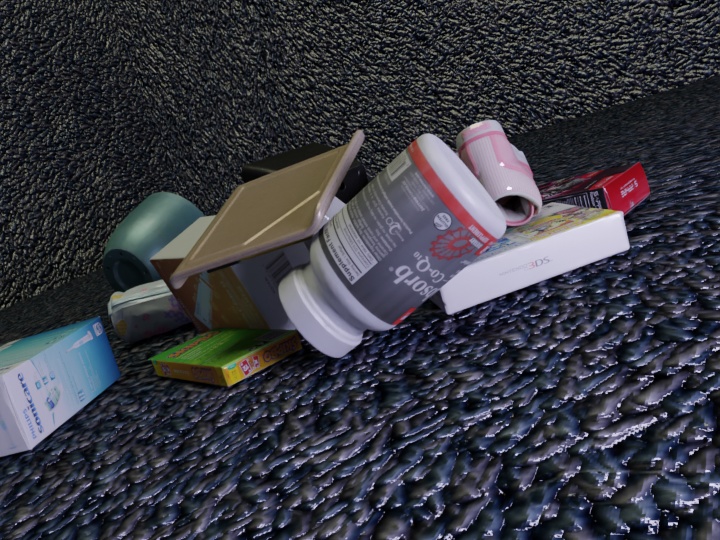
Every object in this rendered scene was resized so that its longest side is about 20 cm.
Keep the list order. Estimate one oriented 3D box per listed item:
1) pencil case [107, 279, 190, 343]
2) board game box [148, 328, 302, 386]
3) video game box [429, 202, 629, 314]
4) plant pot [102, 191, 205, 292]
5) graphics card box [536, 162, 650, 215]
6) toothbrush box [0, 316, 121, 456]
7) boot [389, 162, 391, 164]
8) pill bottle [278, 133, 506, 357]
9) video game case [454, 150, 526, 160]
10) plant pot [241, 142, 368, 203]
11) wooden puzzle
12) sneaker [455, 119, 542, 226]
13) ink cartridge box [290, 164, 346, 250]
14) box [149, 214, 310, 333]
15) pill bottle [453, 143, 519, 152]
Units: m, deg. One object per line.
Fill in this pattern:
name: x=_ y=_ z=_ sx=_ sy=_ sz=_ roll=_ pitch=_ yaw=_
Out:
pencil case: x=-0.279 y=0.046 z=1.130 sx=0.197 sy=0.084 sz=0.091 roll=-18 pitch=-12 yaw=8
board game box: x=-0.157 y=0.092 z=0.829 sx=0.095 sy=0.030 sz=0.199 roll=-25 pitch=14 yaw=-36
video game box: x=0.158 y=-0.020 z=0.807 sx=0.197 sy=0.047 sz=0.182 roll=-20 pitch=7 yaw=-4
plant pot: x=-0.402 y=-0.027 z=1.452 sx=0.198 sy=0.203 sz=0.161 roll=-11 pitch=24 yaw=33
graphics card box: x=0.255 y=-0.084 z=0.966 sx=0.198 sy=0.052 sz=0.125 roll=-11 pitch=13 yaw=44
toothbrush box: x=-0.390 y=0.136 z=0.844 sx=0.144 sy=0.087 sz=0.200 roll=-15 pitch=10 yaw=11
boot: x=0.032 y=-0.097 z=1.272 sx=0.150 sy=0.073 sz=0.201 roll=-43 pitch=24 yaw=12
pill bottle: x=0.025 y=-0.018 z=0.684 sx=0.200 sy=0.116 sz=0.116 roll=-41 pitch=3 yaw=17
video game case: x=0.093 y=-0.089 z=0.973 sx=0.180 sy=0.023 sz=0.200 roll=-8 pitch=-23 yaw=-33
plant pot: x=-0.084 y=-0.128 z=1.440 sx=0.198 sy=0.203 sz=0.176 roll=-26 pitch=23 yaw=-38
wooden puzzle: x=-0.091 y=-0.060 z=0.780 sx=0.198 sy=0.037 sz=0.186 roll=-21 pitch=26 yaw=28
sneaker: x=0.166 y=-0.087 z=0.855 sx=0.075 sy=0.106 sz=0.200 roll=-25 pitch=-20 yaw=15
ink cartridge box: x=-0.092 y=-0.038 z=0.973 sx=0.068 sy=0.116 sz=0.200 roll=-59 pitch=12 yaw=-31
box: x=-0.150 y=0.006 z=0.909 sx=0.199 sy=0.125 sz=0.097 roll=-1 pitch=36 yaw=51
pill bottle: x=0.180 y=-0.150 z=1.269 sx=0.112 sy=0.114 sz=0.199 roll=-25 pitch=11 yaw=-33
